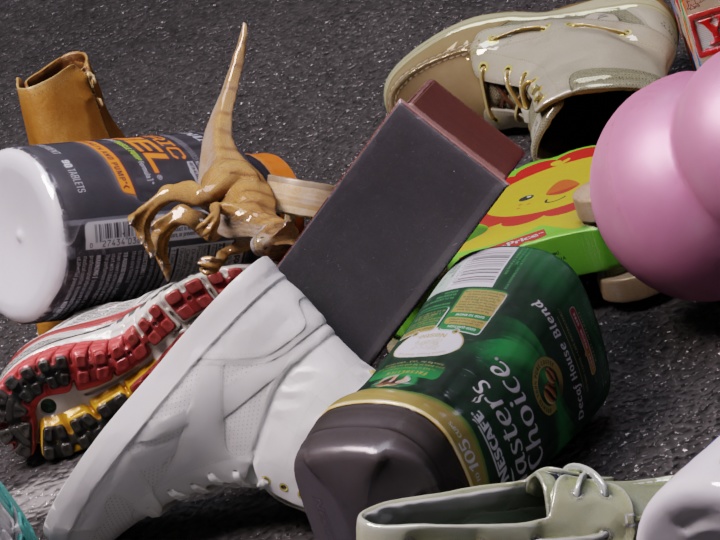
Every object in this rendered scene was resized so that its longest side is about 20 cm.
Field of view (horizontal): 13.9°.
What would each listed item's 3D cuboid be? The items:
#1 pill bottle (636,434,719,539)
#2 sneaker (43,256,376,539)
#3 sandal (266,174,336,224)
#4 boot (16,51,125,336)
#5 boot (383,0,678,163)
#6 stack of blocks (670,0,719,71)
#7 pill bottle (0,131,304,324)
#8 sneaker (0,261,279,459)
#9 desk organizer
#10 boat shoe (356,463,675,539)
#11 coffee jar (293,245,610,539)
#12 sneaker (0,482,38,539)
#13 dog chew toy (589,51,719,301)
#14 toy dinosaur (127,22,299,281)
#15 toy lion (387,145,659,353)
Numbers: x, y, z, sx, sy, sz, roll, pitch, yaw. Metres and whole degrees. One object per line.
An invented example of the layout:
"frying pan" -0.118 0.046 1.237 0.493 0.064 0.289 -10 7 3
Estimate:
"pill bottle" 0.222 0.090 1.276 0.119 0.120 0.200 6 34 45
"sneaker" -0.072 0.103 1.528 0.200 0.116 0.074 -49 -6 23
"sandal" -0.021 -0.013 1.752 0.077 0.070 0.212 11 -1 12
"boot" -0.188 -0.049 1.869 0.071 0.144 0.201 -14 23 12
"boot" 0.106 -0.107 1.875 0.199 0.072 0.155 -13 26 11
"stack of blocks" 0.229 -0.176 1.875 0.058 0.116 0.200 -16 22 5
"pill bottle" -0.130 -0.029 1.786 0.199 0.107 0.106 -7 11 -40
"sneaker" -0.121 0.038 1.709 0.199 0.078 0.082 -18 22 1
"desk organizer" 0.000 0.000 1.564 0.200 0.072 0.077 -53 -1 20
"boat shoe" 0.094 0.122 1.355 0.199 0.062 0.072 -13 22 -10
"coffee jar" 0.047 0.077 1.460 0.085 0.105 0.200 -4 28 33
"sneaker" -0.215 0.181 1.491 0.091 0.078 0.200 -31 17 11
"dog chew toy" 0.206 -0.063 1.530 0.124 0.125 0.200 -37 -1 -37
"toy dinosaur" -0.078 -0.046 1.667 0.106 0.061 0.200 -28 38 2
"toy lion" 0.098 -0.023 1.713 0.199 0.069 0.192 -19 16 1
